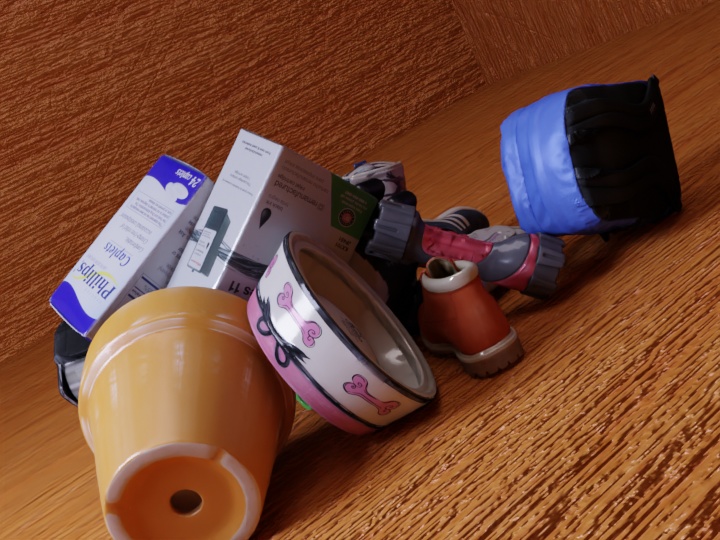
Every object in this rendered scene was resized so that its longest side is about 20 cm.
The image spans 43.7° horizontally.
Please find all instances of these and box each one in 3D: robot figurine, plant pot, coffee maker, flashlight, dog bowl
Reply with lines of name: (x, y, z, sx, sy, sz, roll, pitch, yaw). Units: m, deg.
robot figurine: (0.001, 0.001, 1.022, 0.123, 0.203, 0.150, 5, 23, -34)
plant pot: (-0.150, 0.145, 0.777, 0.198, 0.202, 0.184, -25, 27, 5)
coffee maker: (-0.376, 0.102, 1.418, 0.198, 0.195, 0.134, -21, -4, 18)
flashlight: (0.109, -0.026, 0.926, 0.068, 0.197, 0.069, 122, 164, -76)
dog bowl: (-0.022, 0.062, 0.822, 0.074, 0.200, 0.200, -43, 8, 11)

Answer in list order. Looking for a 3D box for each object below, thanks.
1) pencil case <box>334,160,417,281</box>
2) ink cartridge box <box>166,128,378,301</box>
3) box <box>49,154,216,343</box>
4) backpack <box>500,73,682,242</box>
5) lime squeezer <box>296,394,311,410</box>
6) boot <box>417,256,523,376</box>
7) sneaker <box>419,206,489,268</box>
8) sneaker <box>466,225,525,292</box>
pencil case: (0.023, -0.033, 1.117, 0.088, 0.203, 0.078, -4, 15, 19)
ink cartridge box: (-0.092, -0.017, 0.910, 0.083, 0.146, 0.202, 28, 93, 47)
box: (-0.195, 0.016, 0.968, 0.104, 0.184, 0.201, 26, 76, 44)
backpack: (0.236, -0.108, 0.979, 0.198, 0.165, 0.167, -13, -5, -46)
lime squeezer: (-0.044, 0.128, 0.981, 0.069, 0.038, 0.200, 5, 11, -3)
boot: (0.092, 0.031, 0.900, 0.074, 0.108, 0.200, -31, 10, -9)
sneaker: (0.126, -0.035, 1.215, 0.198, 0.076, 0.084, -14, 35, -44)
sneaker: (0.148, -0.019, 1.047, 0.098, 0.076, 0.200, -21, 8, 19)
